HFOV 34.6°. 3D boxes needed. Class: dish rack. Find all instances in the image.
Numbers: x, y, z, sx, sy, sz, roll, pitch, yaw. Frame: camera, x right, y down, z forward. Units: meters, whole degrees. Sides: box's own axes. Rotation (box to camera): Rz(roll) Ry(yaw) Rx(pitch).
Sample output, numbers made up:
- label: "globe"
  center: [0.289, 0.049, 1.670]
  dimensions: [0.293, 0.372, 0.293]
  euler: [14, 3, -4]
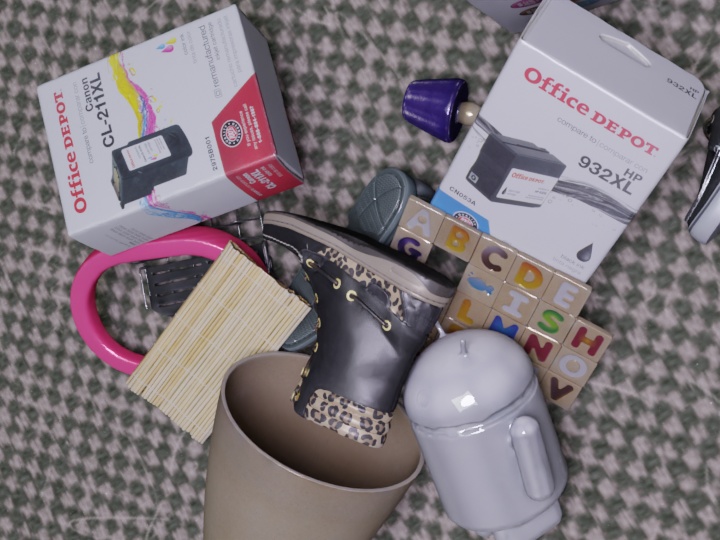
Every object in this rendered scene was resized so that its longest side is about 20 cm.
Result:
- label: "dish rack"
  center: [-0.164, -0.057, 1.093]
  dimensions: [0.151, 0.054, 0.203]
  euler: [-11, 90, 19]

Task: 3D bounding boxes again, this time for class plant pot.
- label: "plant pot"
  center: [-0.066, 0.208, 1.022]
  dimensions: [0.186, 0.187, 0.202]
  euler: [30, 115, 14]

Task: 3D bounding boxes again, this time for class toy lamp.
- label: "toy lamp"
  center: [0.132, -0.125, 0.990]
  dimensions: [0.197, 0.058, 0.059]
  euler: [15, 97, 18]

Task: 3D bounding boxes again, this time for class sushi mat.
- label: "sushi mat"
  center: [-0.134, 0.071, 1.063]
  dimensions: [0.095, 0.012, 0.200]
  euler: [36, 118, -7]

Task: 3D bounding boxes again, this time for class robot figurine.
- label: "robot figurine"
  center: [0.104, 0.134, 0.965]
  dimensions: [0.112, 0.169, 0.202]
  euler: [-29, 111, -22]

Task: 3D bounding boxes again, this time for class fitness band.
- label: "fitness band"
  center: [-0.176, 0.032, 1.079]
  dimensions: [0.197, 0.038, 0.145]
  euler: [-7, 117, 16]

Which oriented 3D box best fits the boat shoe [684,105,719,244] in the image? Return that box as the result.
- label: "boat shoe"
  center: [0.311, -0.118, 0.930]
  dimensions: [0.056, 0.069, 0.202]
  euler: [31, 96, 18]

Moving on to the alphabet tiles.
- label: "alphabet tiles"
  center: [0.106, 0.042, 0.981]
  dimensions: [0.198, 0.008, 0.168]
  euler: [28, 135, 8]

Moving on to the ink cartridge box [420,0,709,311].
- label: "ink cartridge box"
  center: [0.155, -0.088, 0.912]
  dimensions: [0.144, 0.084, 0.201]
  euler: [31, 134, 4]

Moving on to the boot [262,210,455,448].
- label: "boot"
  center: [-0.025, 0.043, 0.965]
  dimensions: [0.198, 0.073, 0.153]
  euler: [24, 99, 33]

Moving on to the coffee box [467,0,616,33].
- label: "coffee box"
  center: [0.166, -0.319, 0.894]
  dimensions: [0.195, 0.199, 0.203]
  euler: [-14, 89, 18]

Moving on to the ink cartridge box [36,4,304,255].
- label: "ink cartridge box"
  center: [-0.166, -0.118, 1.006]
  dimensions: [0.197, 0.083, 0.148]
  euler: [-20, 75, 11]

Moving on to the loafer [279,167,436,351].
- label: "loafer"
  center: [0.000, 0.000, 1.037]
  dimensions: [0.201, 0.062, 0.072]
  euler: [-52, 48, 22]
